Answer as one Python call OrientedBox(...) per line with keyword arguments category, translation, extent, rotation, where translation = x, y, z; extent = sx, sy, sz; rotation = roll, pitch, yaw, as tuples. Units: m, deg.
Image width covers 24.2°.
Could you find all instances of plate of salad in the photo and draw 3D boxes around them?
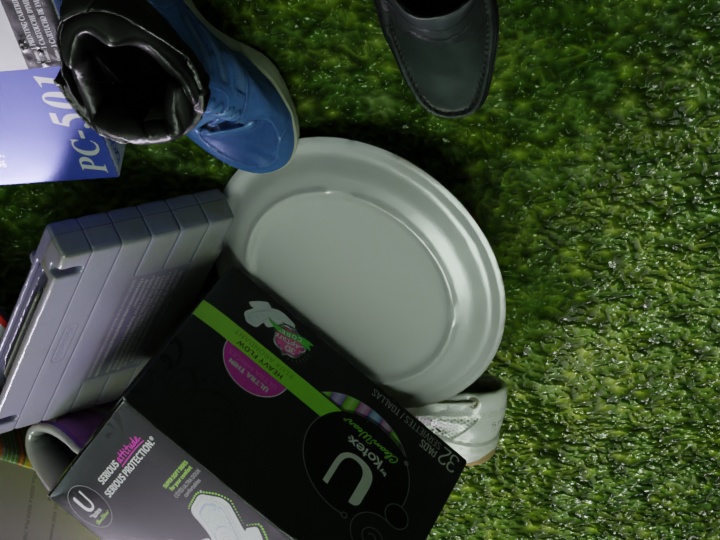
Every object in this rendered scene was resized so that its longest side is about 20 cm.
OrientedBox(category="plate of salad", translation=(0.000, 0.000, 1.054), extent=(0.198, 0.048, 0.202), rotation=(14, 129, 17))

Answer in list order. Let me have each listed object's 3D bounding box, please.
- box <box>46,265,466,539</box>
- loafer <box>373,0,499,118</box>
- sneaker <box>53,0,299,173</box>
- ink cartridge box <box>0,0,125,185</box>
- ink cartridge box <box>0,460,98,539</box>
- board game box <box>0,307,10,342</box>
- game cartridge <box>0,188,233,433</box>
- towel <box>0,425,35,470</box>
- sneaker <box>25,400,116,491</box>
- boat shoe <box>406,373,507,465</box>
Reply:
OrientedBox(category="box", translation=(-0.063, 0.129, 1.048), extent=(0.199, 0.149, 0.124), rotation=(40, 131, -4))
OrientedBox(category="loafer", translation=(0.035, -0.150, 0.876), extent=(0.067, 0.071, 0.202), rotation=(-4, 139, 8))
OrientedBox(category="sneaker", translation=(-0.100, -0.093, 0.916), extent=(0.076, 0.112, 0.200), rotation=(-16, 136, 20))
OrientedBox(category="ink cartridge box", translation=(-0.199, -0.132, 0.927), extent=(0.093, 0.045, 0.201), rotation=(-4, 139, 9))
OrientedBox(category="ink cartridge box", translation=(-0.308, 0.200, 1.238), extent=(0.198, 0.146, 0.147), rotation=(21, 135, -22))
OrientedBox(category="board game box", translation=(-0.301, 0.055, 1.057), extent=(0.151, 0.046, 0.200), rotation=(-40, 151, -7))
OrientedBox(category="game cartridge", translation=(-0.166, 0.027, 1.072), extent=(0.129, 0.039, 0.201), rotation=(-19, 154, -39))
OrientedBox(category="towel", translation=(-0.211, 0.137, 1.212), extent=(0.198, 0.086, 0.018), rotation=(22, 103, -22))
OrientedBox(category="sneaker", translation=(-0.139, 0.151, 1.138), extent=(0.199, 0.114, 0.073), rotation=(22, 106, 19))
OrientedBox(category="boat shoe", translation=(0.004, 0.071, 1.142), extent=(0.198, 0.071, 0.070), rotation=(13, 119, -3))
